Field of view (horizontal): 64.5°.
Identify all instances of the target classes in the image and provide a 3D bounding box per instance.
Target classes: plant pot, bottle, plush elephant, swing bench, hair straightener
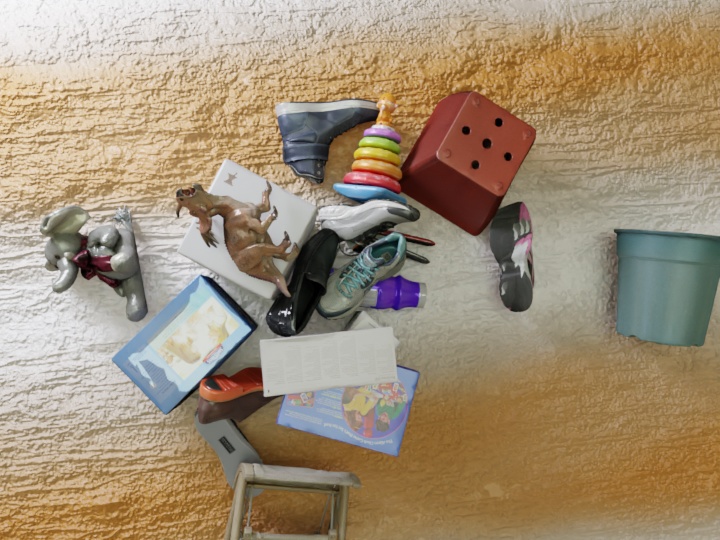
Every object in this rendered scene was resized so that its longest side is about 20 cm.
[{"bbox_3d":[0.565,0.030,1.057,0.197,0.200,0.199,5,94,-6],"label":"plant pot"},{"bbox_3d":[0.021,0.036,1.044,0.197,0.084,0.066,6,97,-6],"label":"bottle"},{"bbox_3d":[-0.459,-0.022,0.965,0.153,0.165,0.202,-11,59,-19],"label":"plush elephant"},{"bbox_3d":[-0.123,0.428,0.969,0.197,0.130,0.203,12,83,-17],"label":"swing bench"},{"bbox_3d":[0.038,-0.042,1.072,0.198,0.041,0.078,15,85,-5],"label":"hair straightener"},{"bbox_3d":[0.201,-0.206,1.032,0.199,0.176,0.201,30,84,-3],"label":"plant pot"}]

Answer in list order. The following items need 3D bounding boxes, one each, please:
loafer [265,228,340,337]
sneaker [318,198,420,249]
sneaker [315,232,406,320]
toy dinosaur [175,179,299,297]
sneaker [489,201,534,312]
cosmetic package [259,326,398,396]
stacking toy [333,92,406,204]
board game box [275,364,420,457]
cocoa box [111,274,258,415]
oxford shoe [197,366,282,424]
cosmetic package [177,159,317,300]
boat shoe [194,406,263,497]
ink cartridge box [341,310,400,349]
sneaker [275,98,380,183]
[{"bbox_3d":[-0.079,0.019,0.925,0.068,0.070,0.202,50,58,-41],"label":"loafer"},{"bbox_3d":[0.015,-0.080,0.998,0.198,0.074,0.080,-6,81,33],"label":"sneaker"},{"bbox_3d":[0.000,0.000,0.963,0.078,0.087,0.200,44,68,12],"label":"sneaker"},{"bbox_3d":[-0.172,-0.045,0.833,0.134,0.086,0.202,-24,101,1],"label":"toy dinosaur"},{"bbox_3d":[0.289,-0.028,1.077,0.079,0.086,0.203,2,97,22],"label":"sneaker"},{"bbox_3d":[-0.047,0.135,0.856,0.197,0.051,0.084,-5,84,-6],"label":"cosmetic package"},{"bbox_3d":[0.034,-0.220,1.032,0.115,0.109,0.203,9,89,32],"label":"stacking toy"},{"bbox_3d":[-0.020,0.198,0.903,0.198,0.045,0.136,17,85,-5],"label":"board game box"},{"bbox_3d":[-0.294,0.123,0.982,0.200,0.131,0.133,-45,92,-7],"label":"cocoa box"},{"bbox_3d":[-0.196,0.216,0.984,0.199,0.071,0.073,3,107,-48],"label":"oxford shoe"},{"bbox_3d":[-0.182,-0.058,0.971,0.166,0.200,0.168,27,84,-3],"label":"cosmetic package"},{"bbox_3d":[-0.227,0.310,1.011,0.068,0.057,0.202,-28,109,-6],"label":"boat shoe"},{"bbox_3d":[-0.029,0.175,1.000,0.087,0.145,0.201,39,83,-2],"label":"ink cartridge box"},{"bbox_3d":[-0.050,-0.238,1.059,0.200,0.077,0.148,-7,92,-11],"label":"sneaker"}]
